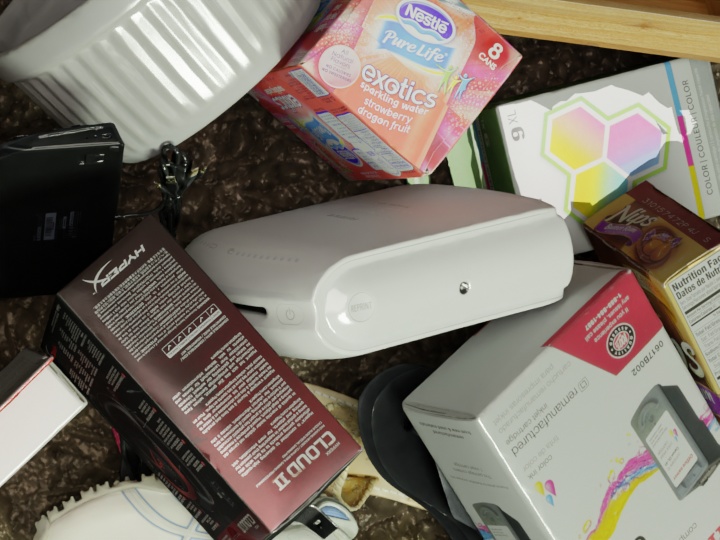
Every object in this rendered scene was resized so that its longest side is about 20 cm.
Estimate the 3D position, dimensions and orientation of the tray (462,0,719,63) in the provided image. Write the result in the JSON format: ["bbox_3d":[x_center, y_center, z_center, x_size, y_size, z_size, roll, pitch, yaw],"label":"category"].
[{"bbox_3d":[0.134,-0.184,1.725,0.199,0.099,0.037,6,133,-13],"label":"tray"}]

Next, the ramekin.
[{"bbox_3d":[-0.114,-0.155,1.619,0.200,0.200,0.105,-44,109,-9],"label":"ramekin"}]

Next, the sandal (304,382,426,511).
[{"bbox_3d":[-0.005,0.115,1.708,0.211,0.070,0.078,11,88,-13],"label":"sandal"}]

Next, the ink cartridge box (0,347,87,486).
[{"bbox_3d":[-0.245,0.130,1.597,0.200,0.176,0.045,-44,99,-9],"label":"ink cartridge box"}]

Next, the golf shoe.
[{"bbox_3d":[-0.097,0.179,1.643,0.199,0.097,0.078,0,132,-8],"label":"golf shoe"}]

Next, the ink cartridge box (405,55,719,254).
[{"bbox_3d":[0.132,-0.065,1.743,0.199,0.059,0.104,-14,95,-12],"label":"ink cartridge box"}]

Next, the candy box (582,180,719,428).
[{"bbox_3d":[0.220,0.051,1.705,0.056,0.117,0.200,-32,117,-8],"label":"candy box"}]

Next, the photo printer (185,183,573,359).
[{"bbox_3d":[0.000,0.000,1.630,0.199,0.166,0.070,-14,104,-33],"label":"photo printer"}]

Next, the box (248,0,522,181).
[{"bbox_3d":[0.008,-0.120,1.641,0.103,0.200,0.095,41,82,-10],"label":"box"}]

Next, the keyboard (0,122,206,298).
[{"bbox_3d":[-0.158,-0.035,1.611,0.127,0.200,0.021,-4,66,-11],"label":"keyboard"}]

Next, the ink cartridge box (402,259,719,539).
[{"bbox_3d":[0.140,0.115,1.669,0.148,0.086,0.200,-43,113,-24],"label":"ink cartridge box"}]

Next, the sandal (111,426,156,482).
[{"bbox_3d":[-0.120,0.094,1.674,0.075,0.045,0.201,-3,102,-4],"label":"sandal"}]

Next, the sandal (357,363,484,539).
[{"bbox_3d":[0.071,0.133,1.702,0.076,0.043,0.200,-50,119,-22],"label":"sandal"}]

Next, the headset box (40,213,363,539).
[{"bbox_3d":[-0.087,0.079,1.567,0.075,0.149,0.200,-41,86,-16],"label":"headset box"}]
